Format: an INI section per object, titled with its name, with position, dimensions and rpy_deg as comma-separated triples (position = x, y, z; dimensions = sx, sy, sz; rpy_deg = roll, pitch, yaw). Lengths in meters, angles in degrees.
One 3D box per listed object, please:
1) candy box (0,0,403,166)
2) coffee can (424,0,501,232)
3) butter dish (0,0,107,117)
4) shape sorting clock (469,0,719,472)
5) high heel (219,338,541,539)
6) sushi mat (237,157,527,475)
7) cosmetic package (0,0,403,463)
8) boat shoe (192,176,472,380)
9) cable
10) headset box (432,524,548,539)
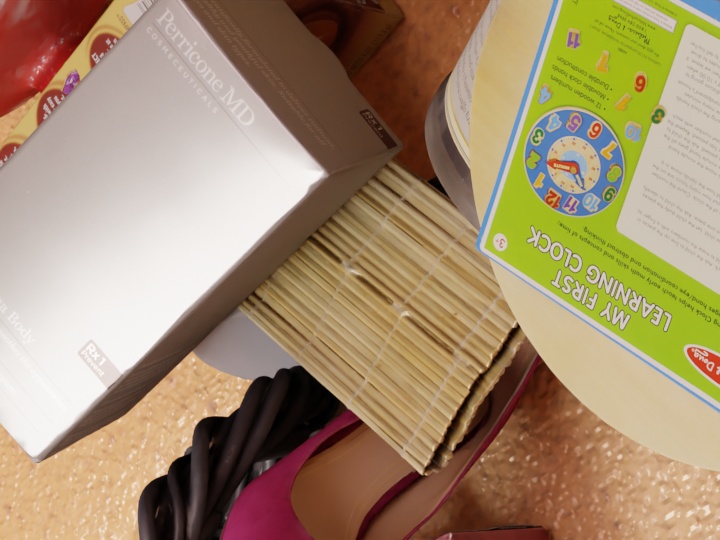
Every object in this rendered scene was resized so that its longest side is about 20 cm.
[candy box]
position = -0.087, -0.074, 1.048
dimensions = 0.200, 0.117, 0.056
rpy_deg = -49, 60, 24
[coffee can]
position = 0.129, -0.102, 0.827
dimensions = 0.146, 0.146, 0.200
rpy_deg = 53, 134, 29
[butter dish]
position = -0.187, -0.135, 1.115
dimensions = 0.148, 0.200, 0.200
rpy_deg = 40, 112, 10
[shape sorting clock]
position = 0.115, -0.030, 0.744
dimensions = 0.200, 0.039, 0.200
rpy_deg = 11, 107, 41
[high heel]
position = 0.010, 0.081, 0.916
dimensions = 0.067, 0.200, 0.096
rpy_deg = 46, 124, -7
[sushi mat]
position = 0.000, 0.000, 0.953
dimensions = 0.096, 0.012, 0.200
rpy_deg = -56, 43, 5
[cosmetic package]
position = -0.091, -0.023, 0.949
dimensions = 0.107, 0.090, 0.200
rpy_deg = 48, 118, 7
[boat shoe]
position = 0.007, 0.001, 1.008
dimensions = 0.200, 0.069, 0.057
rpy_deg = -19, 49, 37
[cable]
position = -0.070, 0.113, 0.980
dimensions = 0.051, 0.200, 0.163
rpy_deg = 26, 146, 13
[headset box]
position = 0.031, 0.211, 0.954
dimensions = 0.149, 0.077, 0.200
rpy_deg = -31, 69, 32
